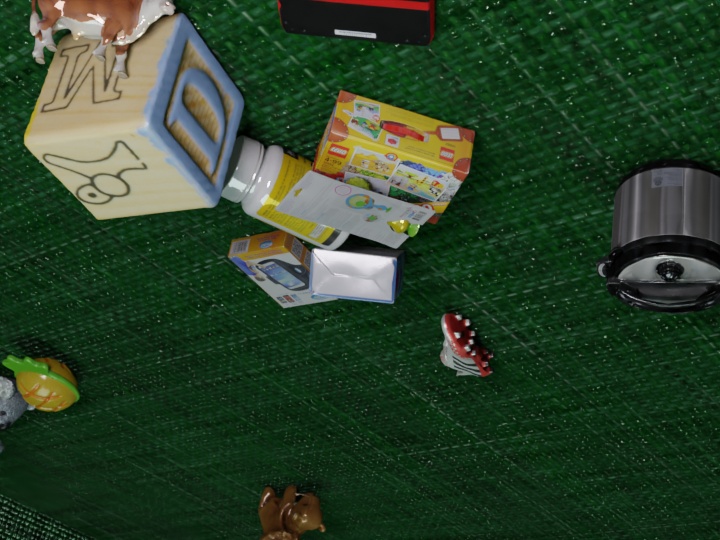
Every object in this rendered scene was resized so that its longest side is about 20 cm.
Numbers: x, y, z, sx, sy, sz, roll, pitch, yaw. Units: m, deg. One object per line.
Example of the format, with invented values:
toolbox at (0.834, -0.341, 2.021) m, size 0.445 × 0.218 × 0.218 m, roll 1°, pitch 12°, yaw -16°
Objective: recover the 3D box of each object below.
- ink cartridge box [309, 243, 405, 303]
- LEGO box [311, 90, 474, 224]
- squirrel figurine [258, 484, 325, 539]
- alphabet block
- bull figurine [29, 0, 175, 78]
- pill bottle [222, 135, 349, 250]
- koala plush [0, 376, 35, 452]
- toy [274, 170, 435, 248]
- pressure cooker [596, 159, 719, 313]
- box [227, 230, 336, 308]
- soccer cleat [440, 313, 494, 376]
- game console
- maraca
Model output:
ink cartridge box at (0.000, 0.000, 1.931) m, size 0.136 × 0.077 × 0.200 m, roll 7°, pitch -173°, yaw 6°
LEGO box at (0.042, -0.158, 1.712) m, size 0.199 × 0.077 × 0.149 m, roll 16°, pitch 150°, yaw -8°
squirrel figurine at (-0.167, 0.634, 2.975) m, size 0.141 × 0.200 × 0.186 m, roll 36°, pitch 154°, yaw -25°
alphabet block at (-0.300, -0.203, 1.632) m, size 0.199 × 0.197 × 0.195 m, roll -4°, pitch 145°, yaw 24°
bull figurine at (-0.332, -0.317, 1.539) m, size 0.199 × 0.122 × 0.065 m, roll 9°, pitch 159°, yaw 14°
pill bottle at (-0.107, -0.117, 1.793) m, size 0.200 × 0.115 × 0.114 m, roll 24°, pitch 147°, yaw -22°
koala plush at (-0.835, 0.305, 2.719) m, size 0.199 × 0.184 × 0.177 m, roll -24°, pitch 149°, yaw 13°
toy at (-0.007, -0.098, 1.705) m, size 0.199 × 0.047 × 0.115 m, roll 19°, pitch 145°, yaw -22°
pressure cooker at (0.433, -0.031, 1.678) m, size 0.178 × 0.201 × 0.176 m, roll 24°, pitch 146°, yaw -23°
box at (-0.123, 0.005, 2.075) m, size 0.119 × 0.042 × 0.200 m, roll -10°, pitch 141°, yaw 31°
soccer cleat at (0.175, 0.141, 2.179) m, size 0.085 × 0.069 × 0.200 m, roll -11°, pitch 148°, yaw 25°
game console at (-0.008, -0.345, 1.472) m, size 0.199 × 0.031 × 0.177 m, roll 7°, pitch 154°, yaw 7°
maraca at (-0.678, 0.233, 2.564) m, size 0.137 × 0.107 × 0.200 m, roll 0°, pitch 147°, yaw 21°
